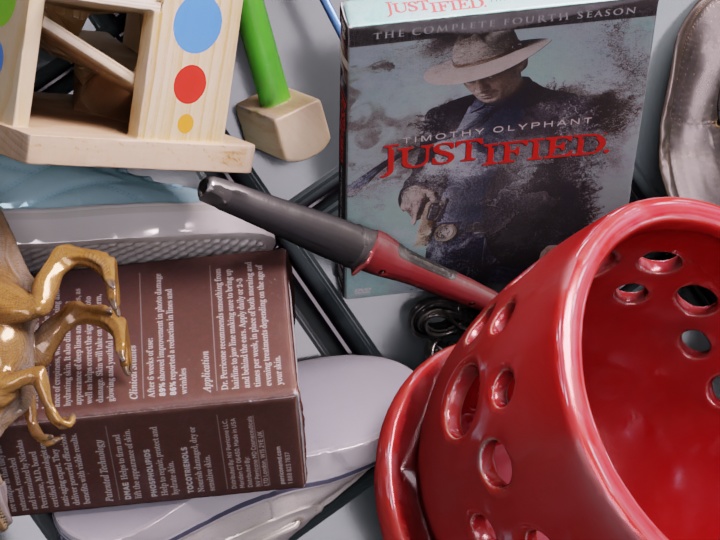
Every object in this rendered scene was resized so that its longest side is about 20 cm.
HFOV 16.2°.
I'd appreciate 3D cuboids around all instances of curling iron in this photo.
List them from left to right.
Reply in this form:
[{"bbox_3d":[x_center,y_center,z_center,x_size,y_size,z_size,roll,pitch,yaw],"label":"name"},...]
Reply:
[{"bbox_3d":[0.000,0.000,1.223,0.200,0.026,0.050,29,101,-38],"label":"curling iron"}]

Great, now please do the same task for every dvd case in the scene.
[{"bbox_3d":[0.061,-0.060,1.206,0.145,0.200,0.022,-6,51,-6],"label":"dvd case"}]

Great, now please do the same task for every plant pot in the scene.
[{"bbox_3d":[0.116,0.089,1.182,0.200,0.182,0.201,18,59,-32],"label":"plant pot"}]

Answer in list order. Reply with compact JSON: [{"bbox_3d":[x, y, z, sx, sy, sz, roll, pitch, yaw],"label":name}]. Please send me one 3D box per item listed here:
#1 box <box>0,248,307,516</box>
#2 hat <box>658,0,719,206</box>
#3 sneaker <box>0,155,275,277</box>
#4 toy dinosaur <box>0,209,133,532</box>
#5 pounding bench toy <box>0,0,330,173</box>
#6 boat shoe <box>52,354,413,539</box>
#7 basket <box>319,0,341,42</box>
[{"bbox_3d":[-0.128,0.056,1.205,0.199,0.100,0.075,-4,135,-2],"label":"box"},{"bbox_3d":[0.242,-0.081,1.238,0.200,0.081,0.201,2,68,-5],"label":"hat"},{"bbox_3d":[-0.140,-0.039,1.234,0.199,0.074,0.082,2,68,-18],"label":"sneaker"},{"bbox_3d":[-0.160,0.013,1.138,0.106,0.060,0.201,-6,67,0],"label":"toy dinosaur"},{"bbox_3d":[-0.095,-0.135,1.193,0.200,0.124,0.157,1,103,-39],"label":"pounding bench toy"},{"bbox_3d":[-0.056,0.108,1.249,0.200,0.071,0.070,-25,137,-22],"label":"boat shoe"},{"bbox_3d":[0.032,-0.200,1.213,0.176,0.139,0.200,-34,86,-4],"label":"basket"}]
